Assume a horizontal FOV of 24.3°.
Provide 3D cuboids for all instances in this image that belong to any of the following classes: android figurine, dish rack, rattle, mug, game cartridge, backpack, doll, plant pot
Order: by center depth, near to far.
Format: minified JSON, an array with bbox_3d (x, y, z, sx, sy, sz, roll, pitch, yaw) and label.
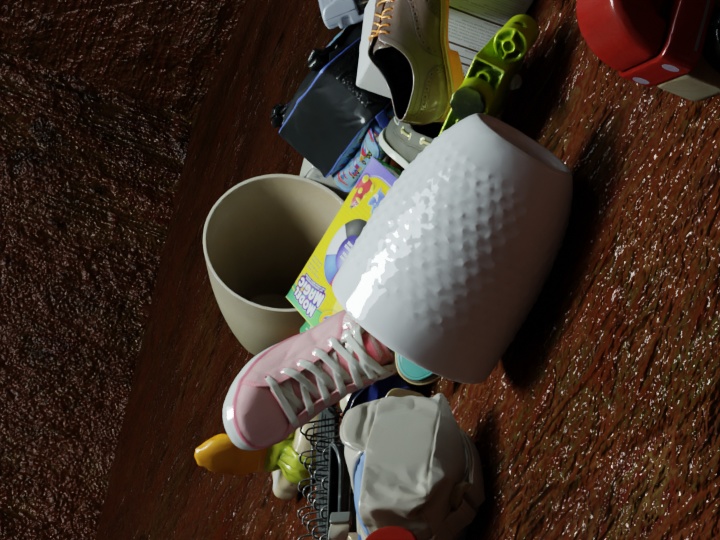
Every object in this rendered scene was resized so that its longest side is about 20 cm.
[{"bbox_3d":[0.091,-0.028,1.333,0.176,0.147,0.200,-59,-13,15],"label":"mug"},{"bbox_3d":[0.107,-0.145,1.504,0.183,0.041,0.200,-66,-8,23],"label":"android figurine"},{"bbox_3d":[-0.026,0.208,1.530,0.200,0.054,0.155,-145,56,-69],"label":"dish rack"},{"bbox_3d":[0.011,0.138,1.606,0.200,0.048,0.138,-158,87,-77],"label":"doll"},{"bbox_3d":[0.047,-0.327,1.845,0.133,0.198,0.041,-102,-10,-71],"label":"game cartridge"},{"bbox_3d":[0.019,-0.211,1.875,0.200,0.135,0.183,-46,0,-30],"label":"backpack"},{"bbox_3d":[-0.107,0.151,1.907,0.131,0.141,0.202,94,179,-58],"label":"rattle"},{"bbox_3d":[-0.102,0.018,2.021,0.201,0.185,0.189,103,178,-57],"label":"plant pot"}]

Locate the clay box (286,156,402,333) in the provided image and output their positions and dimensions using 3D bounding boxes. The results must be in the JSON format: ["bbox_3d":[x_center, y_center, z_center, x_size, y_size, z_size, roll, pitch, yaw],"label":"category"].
[{"bbox_3d":[0.000,0.000,1.684,0.201,0.047,0.115,-57,39,10],"label":"clay box"}]

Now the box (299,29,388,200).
[{"bbox_3d":[-0.006,-0.186,2.039,0.078,0.094,0.202,137,151,-65],"label":"box"}]

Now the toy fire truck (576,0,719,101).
[{"bbox_3d":[0.179,-0.222,1.051,0.129,0.198,0.178,168,120,-76],"label":"toy fire truck"}]

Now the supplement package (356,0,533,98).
[{"bbox_3d":[0.088,-0.273,1.693,0.200,0.119,0.122,124,158,-48],"label":"supplement package"}]

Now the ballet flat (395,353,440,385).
[{"bbox_3d":[0.089,0.006,1.468,0.202,0.068,0.063,-68,-15,7],"label":"ballet flat"}]

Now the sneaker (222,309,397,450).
[{"bbox_3d":[-0.033,0.088,1.524,0.200,0.076,0.104,-36,11,-36],"label":"sneaker"}]

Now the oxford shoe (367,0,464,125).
[{"bbox_3d":[0.040,-0.235,1.569,0.071,0.072,0.202,-22,83,54],"label":"oxford shoe"}]

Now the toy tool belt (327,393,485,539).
[{"bbox_3d":[0.038,0.200,1.308,0.201,0.123,0.124,-83,-15,-52],"label":"toy tool belt"}]

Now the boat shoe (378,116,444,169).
[{"bbox_3d":[0.070,-0.123,1.682,0.061,0.071,0.202,-66,20,16],"label":"boat shoe"}]
